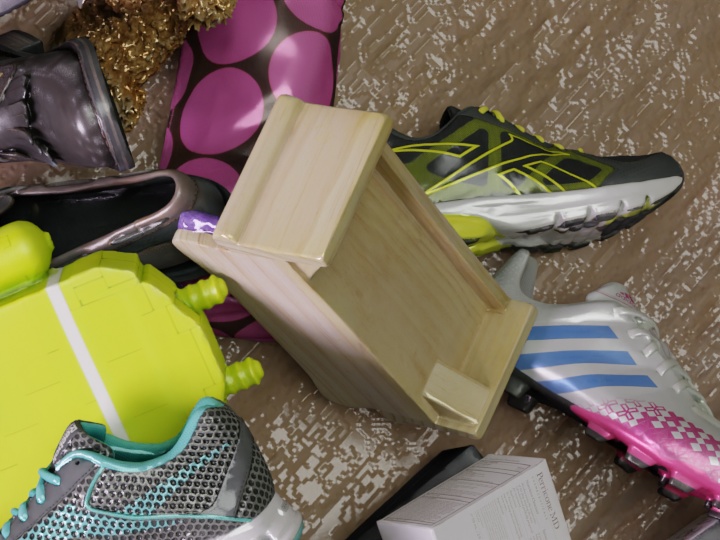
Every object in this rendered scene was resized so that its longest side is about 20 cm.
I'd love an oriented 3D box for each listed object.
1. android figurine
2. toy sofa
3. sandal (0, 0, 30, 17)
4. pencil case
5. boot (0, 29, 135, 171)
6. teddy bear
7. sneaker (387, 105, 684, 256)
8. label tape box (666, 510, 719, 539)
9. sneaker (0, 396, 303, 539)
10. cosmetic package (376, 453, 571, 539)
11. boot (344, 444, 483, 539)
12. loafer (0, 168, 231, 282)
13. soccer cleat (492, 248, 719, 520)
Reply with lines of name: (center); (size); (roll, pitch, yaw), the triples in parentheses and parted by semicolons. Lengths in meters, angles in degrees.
android figurine: (-0.148, 0.065, 1.065); (0.200, 0.041, 0.182); (-24, 106, 3)
toy sofa: (0.000, 0.000, 1.097); (0.200, 0.098, 0.083); (48, 60, -48)
sandal: (-0.206, -0.145, 1.111); (0.200, 0.075, 0.045); (-25, 108, 14)
pencil case: (-0.065, -0.066, 1.167); (0.094, 0.091, 0.200); (4, 74, 21)
boot: (-0.216, -0.056, 1.080); (0.174, 0.200, 0.069); (-25, 110, -22)
teddy bear: (-0.102, -0.161, 1.146); (0.067, 0.145, 0.200); (23, 79, -25)
sneaker: (0.082, -0.055, 1.202); (0.200, 0.074, 0.085); (-8, 77, -17)
label tape box: (0.196, 0.216, 1.183); (0.200, 0.063, 0.144); (-33, 88, -18)
sneaker: (-0.132, 0.116, 1.031); (0.200, 0.078, 0.091); (-18, 100, -3)
cosmetic package: (0.080, 0.201, 1.114); (0.083, 0.051, 0.200); (-26, 104, -33)
boot: (0.026, 0.211, 1.146); (0.200, 0.066, 0.165); (-40, 113, -31)
loafer: (-0.162, -0.019, 1.099); (0.200, 0.063, 0.072); (-12, 67, 14)
soccer cleat: (0.144, 0.058, 1.170); (0.200, 0.070, 0.086); (30, 82, 16)
